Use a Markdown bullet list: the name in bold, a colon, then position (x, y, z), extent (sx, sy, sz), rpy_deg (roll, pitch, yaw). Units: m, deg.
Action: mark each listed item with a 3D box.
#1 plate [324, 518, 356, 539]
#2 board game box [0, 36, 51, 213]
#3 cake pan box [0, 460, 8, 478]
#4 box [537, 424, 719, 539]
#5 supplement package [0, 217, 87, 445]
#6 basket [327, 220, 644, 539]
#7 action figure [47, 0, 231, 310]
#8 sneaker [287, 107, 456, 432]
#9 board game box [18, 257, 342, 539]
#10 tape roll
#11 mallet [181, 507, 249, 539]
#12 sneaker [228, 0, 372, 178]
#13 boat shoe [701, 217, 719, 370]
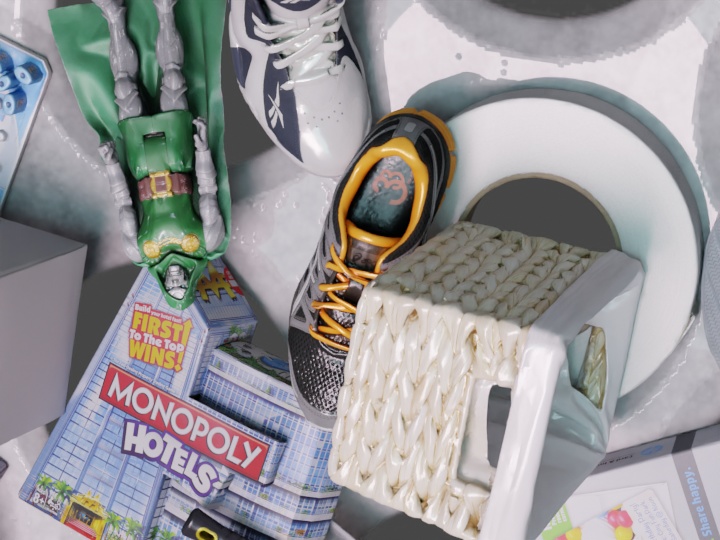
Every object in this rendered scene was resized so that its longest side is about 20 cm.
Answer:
- **plate**: position (-0.071, 0.227, 1.476), extent (0.200, 0.032, 0.200), rpy_deg (40, 112, 18)
- **board game box**: position (-0.326, -0.088, 1.484), extent (0.199, 0.026, 0.201), rpy_deg (26, 110, 7)
- **cake pan box**: position (-0.368, 0.159, 1.549), extent (0.184, 0.052, 0.201), rpy_deg (37, 110, 5)
- **box**: position (0.185, 0.190, 1.412), extent (0.199, 0.041, 0.157), rpy_deg (-16, 99, 19)
- **supplement package**: position (-0.291, 0.024, 1.412), extent (0.199, 0.120, 0.122), rpy_deg (17, 108, 20)
- **basket**: position (0.074, 0.060, 1.289), extent (0.122, 0.200, 0.137), rpy_deg (16, 108, 17)
- **action figure**: position (-0.124, -0.075, 1.385), extent (0.117, 0.055, 0.202), rpy_deg (-10, 87, 9)
- **sneaker**: position (0.000, 0.000, 1.338), extent (0.078, 0.077, 0.202), rpy_deg (15, 97, 6)
- **board game box**: position (-0.102, 0.092, 1.428), extent (0.199, 0.062, 0.201), rpy_deg (24, 105, 27)
- **tape roll**: position (0.112, -0.011, 1.380), extent (0.201, 0.037, 0.205), rpy_deg (4, 105, 14)
- **mallet**: position (-0.015, 0.196, 1.379), extent (0.199, 0.041, 0.066), rpy_deg (37, 109, -8)
- **sneaker**: position (-0.038, -0.149, 1.328), extent (0.079, 0.130, 0.201), rpy_deg (-12, 98, -5)
- **boat shoe**: position (0.259, 0.060, 1.346), extent (0.073, 0.066, 0.202), rpy_deg (-19, 78, 41)
